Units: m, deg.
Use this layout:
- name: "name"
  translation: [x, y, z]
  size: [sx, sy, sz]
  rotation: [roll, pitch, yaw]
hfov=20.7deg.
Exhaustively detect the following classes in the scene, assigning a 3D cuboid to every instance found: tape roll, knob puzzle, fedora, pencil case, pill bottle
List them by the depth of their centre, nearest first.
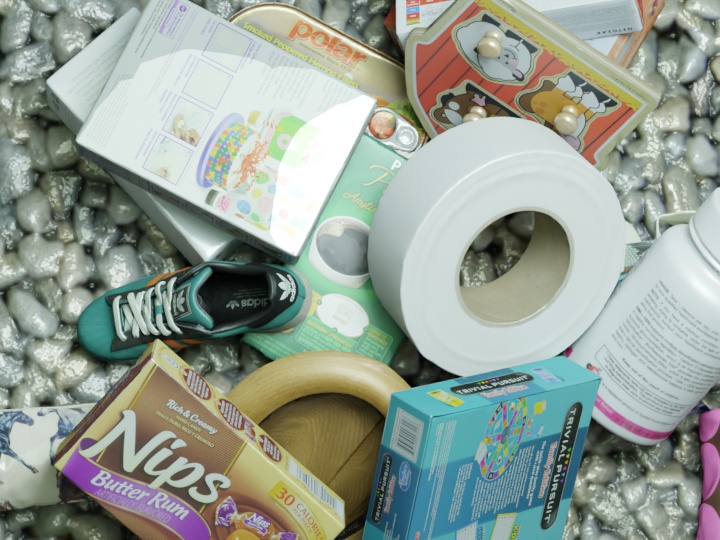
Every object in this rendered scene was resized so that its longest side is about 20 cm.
- name: "tape roll"
  translation: [0.109, -0.017, 1.567]
  size: [0.201, 0.071, 0.204]
  rotation: [-11, 120, -20]
- name: "pencil case"
  translation: [-0.228, 0.139, 1.568]
  size: [0.198, 0.078, 0.090]
  rotation: [-5, 105, -9]
- name: "fedora"
  translation: [-0.034, 0.150, 1.580]
  size: [0.199, 0.082, 0.202]
  rotation: [0, 104, 1]
- name: "pill bottle"
  translation: [0.262, 0.036, 1.596]
  size: [0.113, 0.113, 0.200]
  rotation: [38, 119, 1]
- name: "knob puzzle"
  translation: [0.117, -0.131, 1.601]
  size: [0.218, 0.220, 0.031]
  rotation: [26, 55, -2]
- name: "pencil case"
  translation: [0.313, 0.211, 1.629]
  size: [0.090, 0.094, 0.202]
  rotation: [4, 79, -8]

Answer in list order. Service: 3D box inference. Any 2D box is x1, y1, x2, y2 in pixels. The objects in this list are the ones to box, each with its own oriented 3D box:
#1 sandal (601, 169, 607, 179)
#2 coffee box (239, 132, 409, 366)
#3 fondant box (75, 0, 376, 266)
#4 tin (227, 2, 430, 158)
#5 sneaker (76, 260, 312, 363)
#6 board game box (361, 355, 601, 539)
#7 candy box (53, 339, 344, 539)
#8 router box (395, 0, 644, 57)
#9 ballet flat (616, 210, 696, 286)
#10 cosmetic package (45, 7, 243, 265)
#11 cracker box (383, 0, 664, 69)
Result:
- name: "sandal"
  translation: [0.174, -0.114, 1.675]
  size: [0.059, 0.079, 0.209]
  rotation: [13, 73, -51]
- name: "coffee box"
  translation: [0.000, 0.000, 1.630]
  size: [0.122, 0.044, 0.201]
  rotation: [28, 89, -3]
- name: "fondant box"
  translation: [-0.107, -0.114, 1.572]
  size: [0.199, 0.058, 0.145]
  rotation: [27, 79, 1]
- name: "tin"
  translation: [-0.035, -0.149, 1.679]
  size: [0.199, 0.042, 0.113]
  rotation: [29, 80, -2]
- name: "sneaker"
  translation: [-0.142, 0.027, 1.579]
  size: [0.198, 0.080, 0.072]
  rotation: [-12, 78, 13]
- name: "board game box"
  translation: [0.093, 0.157, 1.544]
  size: [0.199, 0.047, 0.152]
  rotation: [-9, 117, -44]
- name: "candy box"
  translation: [-0.121, 0.163, 1.511]
  size: [0.200, 0.057, 0.117]
  rotation: [42, 100, -12]
- name: "router box"
  translation: [0.129, -0.271, 1.634]
  size: [0.198, 0.049, 0.181]
  rotation: [-7, 62, 14]
- name: "ballet flat"
  translation: [0.256, -0.013, 1.686]
  size: [0.198, 0.069, 0.072]
  rotation: [-12, 62, -15]
- name: "cosmetic package"
  translation: [-0.158, -0.105, 1.633]
  size: [0.101, 0.071, 0.200]
  rotation: [-41, 86, -13]
- name: "cracker box"
  translation: [0.138, -0.217, 1.666]
  size: [0.199, 0.058, 0.135]
  rotation: [25, 74, 27]
